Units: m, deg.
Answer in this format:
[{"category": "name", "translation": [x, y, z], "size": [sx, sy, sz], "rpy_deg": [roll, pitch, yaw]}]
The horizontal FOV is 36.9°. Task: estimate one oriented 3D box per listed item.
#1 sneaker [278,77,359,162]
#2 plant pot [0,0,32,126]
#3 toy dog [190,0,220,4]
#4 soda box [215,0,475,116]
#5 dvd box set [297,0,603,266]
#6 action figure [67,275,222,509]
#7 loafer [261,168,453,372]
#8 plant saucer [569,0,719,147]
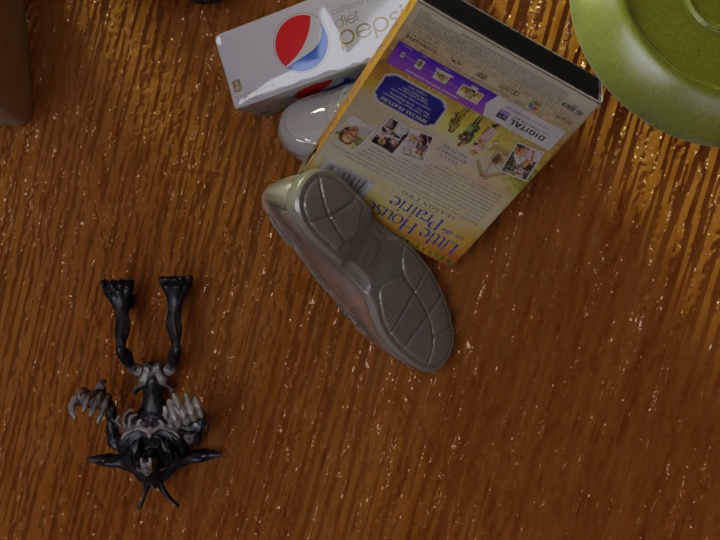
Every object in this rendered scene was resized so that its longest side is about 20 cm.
[{"category": "sneaker", "translation": [0.027, -0.135, 0.823], "size": [0.199, 0.099, 0.078], "rpy_deg": [-9, 63, 11]}, {"category": "plant pot", "translation": [-0.387, -0.224, 0.869], "size": [0.199, 0.177, 0.201], "rpy_deg": [-3, 92, -7]}, {"category": "toy dog", "translation": [-0.182, -0.284, 0.861], "size": [0.199, 0.194, 0.140], "rpy_deg": [24, 116, -2]}, {"category": "soda box", "translation": [-0.009, -0.185, 0.853], "size": [0.199, 0.068, 0.064], "rpy_deg": [-18, 88, 16]}, {"category": "dvd box set", "translation": [0.057, -0.096, 0.779], "size": [0.146, 0.029, 0.200], "rpy_deg": [26, 136, -12]}, {"category": "action figure", "translation": [-0.181, 0.106, 0.899], "size": [0.118, 0.102, 0.201], "rpy_deg": [-3, 90, 4]}, {"category": "loafer", "translation": [0.000, 0.000, 0.835], "size": [0.063, 0.072, 0.200], "rpy_deg": [1, 138, 50]}, {"category": "plant saucer", "translation": [0.244, -0.183, 0.748], "size": [0.199, 0.031, 0.201], "rpy_deg": [3, 73, -10]}]
